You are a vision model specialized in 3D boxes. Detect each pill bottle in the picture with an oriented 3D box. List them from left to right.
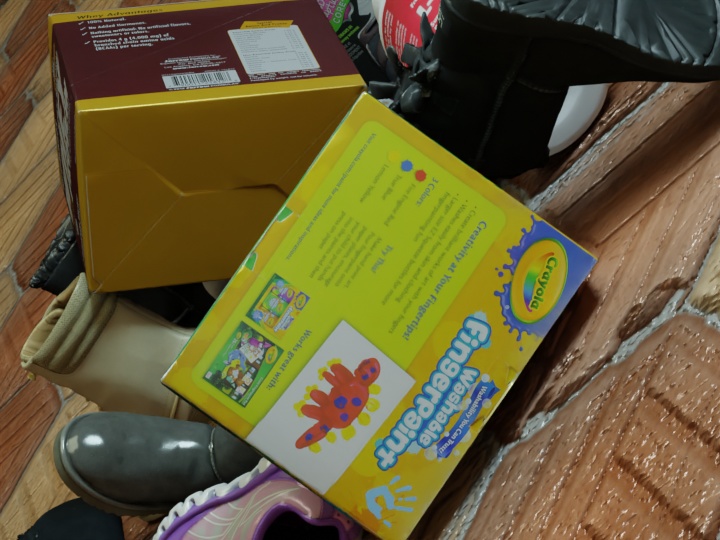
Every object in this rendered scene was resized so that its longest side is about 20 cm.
[{"bbox_3d":[0.078,-0.155,1.663,0.112,0.112,0.200,-51,29,7],"label":"pill bottle"}]

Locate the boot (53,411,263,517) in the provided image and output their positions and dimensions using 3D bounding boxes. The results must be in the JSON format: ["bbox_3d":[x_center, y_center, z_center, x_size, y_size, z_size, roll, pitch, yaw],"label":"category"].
[{"bbox_3d":[-0.068,0.089,1.553,0.200,0.181,0.073,-37,52,47],"label":"boot"}]

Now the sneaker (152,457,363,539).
[{"bbox_3d":[-0.062,0.171,1.525,0.200,0.080,0.089,-41,29,31],"label":"sneaker"}]

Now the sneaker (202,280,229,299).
[{"bbox_3d":[-0.087,-0.047,1.903,0.078,0.099,0.200,-60,-3,37],"label":"sneaker"}]

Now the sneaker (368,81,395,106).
[{"bbox_3d":[0.009,-0.086,1.829,0.087,0.080,0.200,-66,13,-4],"label":"sneaker"}]

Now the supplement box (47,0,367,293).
[{"bbox_3d":[-0.109,-0.094,1.764,0.200,0.196,0.133,-116,22,-63],"label":"supplement box"}]

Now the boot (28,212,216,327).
[{"bbox_3d":[-0.177,0.039,1.911,0.199,0.162,0.073,-56,16,-8],"label":"boot"}]

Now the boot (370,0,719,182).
[{"bbox_3d":[0.114,-0.112,1.484,0.163,0.197,0.074,114,162,-54],"label":"boot"}]

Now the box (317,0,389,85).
[{"bbox_3d":[0.012,-0.247,1.910,0.124,0.200,0.149,-39,23,37],"label":"box"}]

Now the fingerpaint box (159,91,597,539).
[{"bbox_3d":[0.009,0.030,1.438,0.200,0.167,0.073,-56,2,-6],"label":"fingerpaint box"}]

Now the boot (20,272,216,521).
[{"bbox_3d":[-0.171,0.090,1.789,0.200,0.155,0.073,-53,18,47],"label":"boot"}]

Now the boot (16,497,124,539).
[{"bbox_3d":[-0.228,0.258,1.766,0.200,0.076,0.168,-47,21,-3],"label":"boot"}]

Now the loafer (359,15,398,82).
[{"bbox_3d":[0.059,-0.225,1.789,0.063,0.072,0.201,40,111,31],"label":"loafer"}]
